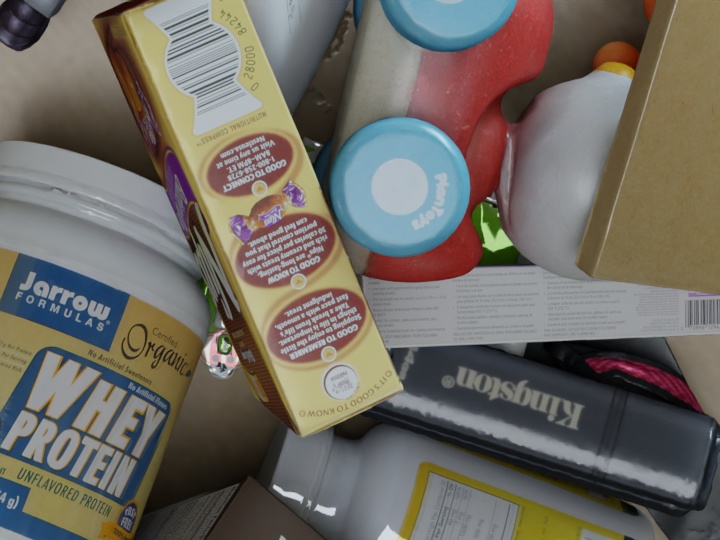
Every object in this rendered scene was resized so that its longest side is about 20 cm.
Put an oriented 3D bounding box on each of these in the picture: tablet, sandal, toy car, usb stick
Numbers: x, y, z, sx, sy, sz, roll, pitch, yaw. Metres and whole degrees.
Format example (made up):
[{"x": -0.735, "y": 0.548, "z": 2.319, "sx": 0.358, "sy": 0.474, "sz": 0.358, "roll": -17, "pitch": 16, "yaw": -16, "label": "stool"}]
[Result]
[{"x": -0.023, "y": -0.155, "z": 1.014, "sx": 0.014, "sy": 0.200, "sz": 0.130, "roll": 20, "pitch": 67, "yaw": 11, "label": "tablet"}, {"x": 0.148, "y": 0.081, "z": 1.166, "sx": 0.075, "sy": 0.045, "sz": 0.200, "roll": -40, "pitch": 97, "yaw": 11, "label": "sandal"}, {"x": 0.089, "y": -0.067, "z": 1.045, "sx": 0.200, "sy": 0.184, "sz": 0.177, "roll": 13, "pitch": 91, "yaw": -5, "label": "toy car"}, {"x": 0.084, "y": 0.072, "z": 1.126, "sx": 0.200, "sy": 0.033, "sz": 0.055, "roll": 18, "pitch": 77, "yaw": 3, "label": "usb stick"}]

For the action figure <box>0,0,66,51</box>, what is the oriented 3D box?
[{"x": -0.123, "y": -0.195, "z": 1.038, "sx": 0.130, "sy": 0.069, "sz": 0.200, "roll": 45, "pitch": 126, "yaw": -6, "label": "action figure"}]

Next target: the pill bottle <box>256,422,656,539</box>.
[{"x": 0.043, "y": 0.144, "z": 1.152, "sx": 0.200, "sy": 0.112, "sz": 0.112, "roll": 21, "pitch": 104, "yaw": -6, "label": "pill bottle"}]

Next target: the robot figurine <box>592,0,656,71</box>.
[{"x": 0.202, "y": -0.095, "z": 1.087, "sx": 0.117, "sy": 0.144, "sz": 0.200, "roll": -27, "pitch": 109, "yaw": -38, "label": "robot figurine"}]

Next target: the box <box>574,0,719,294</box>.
[{"x": 0.194, "y": -0.083, "z": 0.997, "sx": 0.163, "sy": 0.021, "sz": 0.200, "roll": 7, "pitch": 109, "yaw": -26, "label": "box"}]

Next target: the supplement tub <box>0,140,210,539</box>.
[{"x": -0.158, "y": 0.053, "z": 1.080, "sx": 0.145, "sy": 0.145, "sz": 0.200, "roll": 21, "pitch": 77, "yaw": -6, "label": "supplement tub"}]

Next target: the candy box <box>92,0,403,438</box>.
[{"x": -0.053, "y": -0.032, "z": 1.001, "sx": 0.056, "sy": 0.117, "sz": 0.200, "roll": -26, "pitch": 100, "yaw": -9, "label": "candy box"}]

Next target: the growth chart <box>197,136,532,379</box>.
[{"x": 0.000, "y": 0.000, "z": 1.151, "sx": 0.200, "sy": 0.018, "sz": 0.145, "roll": 7, "pitch": 99, "yaw": 4, "label": "growth chart"}]

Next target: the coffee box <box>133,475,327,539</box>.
[{"x": -0.076, "y": 0.181, "z": 1.113, "sx": 0.114, "sy": 0.200, "sz": 0.080, "roll": 41, "pitch": 61, "yaw": -14, "label": "coffee box"}]

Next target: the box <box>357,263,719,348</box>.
[{"x": 0.090, "y": 0.016, "z": 1.116, "sx": 0.200, "sy": 0.039, "sz": 0.041, "roll": -3, "pitch": 91, "yaw": -16, "label": "box"}]
